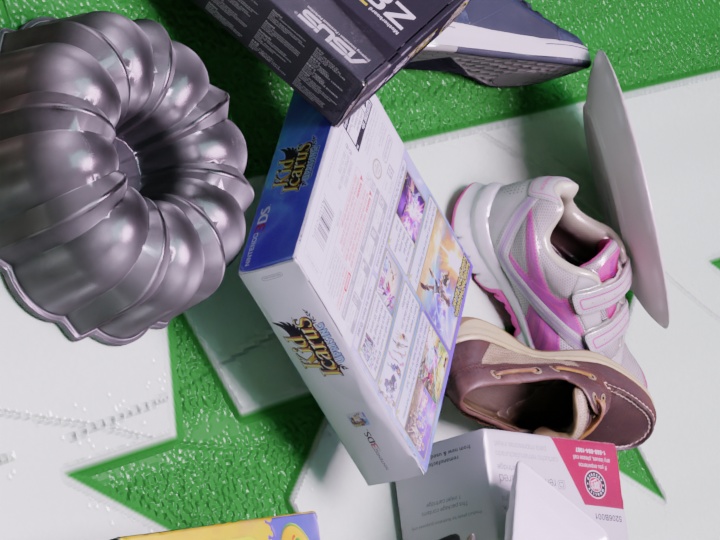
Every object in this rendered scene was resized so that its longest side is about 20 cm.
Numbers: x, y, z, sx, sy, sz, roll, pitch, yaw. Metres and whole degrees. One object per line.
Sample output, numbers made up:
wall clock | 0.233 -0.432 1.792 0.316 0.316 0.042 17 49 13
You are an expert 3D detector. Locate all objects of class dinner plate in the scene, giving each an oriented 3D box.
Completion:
dinner plate | 0.182 -0.055 2.061 0.200 0.024 0.201 -13 90 -89

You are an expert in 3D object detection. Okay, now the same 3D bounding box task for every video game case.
video game case | 0.000 0.000 1.827 0.182 0.045 0.200 58 29 -31

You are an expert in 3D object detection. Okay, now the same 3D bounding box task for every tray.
tray | 0.112 0.226 1.787 0.107 0.022 0.201 39 44 -39

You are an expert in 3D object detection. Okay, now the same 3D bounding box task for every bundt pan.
bundt pan | -0.138 -0.062 1.710 0.202 0.076 0.203 22 59 -43

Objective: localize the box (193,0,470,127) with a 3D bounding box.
box | -0.042 -0.199 1.842 0.200 0.049 0.161 42 43 4

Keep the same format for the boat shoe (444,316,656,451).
boat shoe | 0.127 0.091 1.949 0.200 0.072 0.072 24 24 -39

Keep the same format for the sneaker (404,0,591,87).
sneaker | 0.083 -0.206 2.034 0.202 0.077 0.147 8 72 -48

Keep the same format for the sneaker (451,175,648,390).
sneaker | 0.146 0.020 2.008 0.200 0.088 0.081 55 41 -19

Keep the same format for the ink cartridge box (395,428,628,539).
ink cartridge box | 0.106 0.212 1.884 0.145 0.083 0.201 10 68 -48

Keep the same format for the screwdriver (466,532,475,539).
screwdriver | 0.045 0.219 1.756 0.200 0.029 0.028 95 -4 -47

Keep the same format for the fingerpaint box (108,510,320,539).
fingerpaint box | -0.083 0.246 1.651 0.167 0.073 0.201 -3 78 -50
